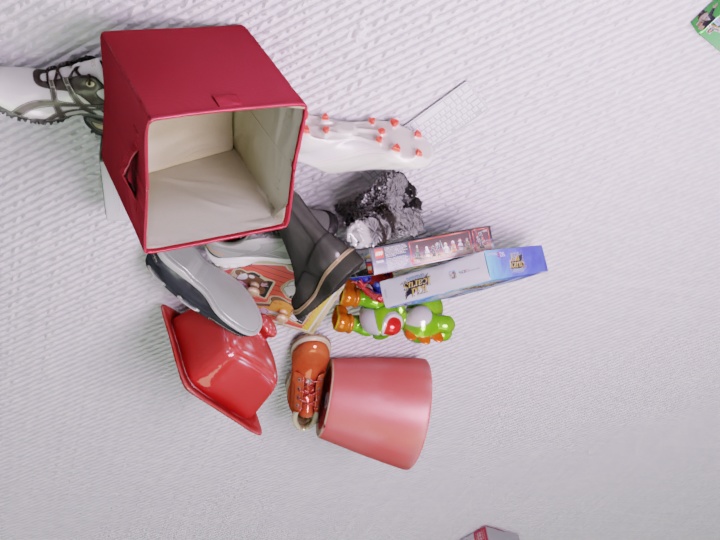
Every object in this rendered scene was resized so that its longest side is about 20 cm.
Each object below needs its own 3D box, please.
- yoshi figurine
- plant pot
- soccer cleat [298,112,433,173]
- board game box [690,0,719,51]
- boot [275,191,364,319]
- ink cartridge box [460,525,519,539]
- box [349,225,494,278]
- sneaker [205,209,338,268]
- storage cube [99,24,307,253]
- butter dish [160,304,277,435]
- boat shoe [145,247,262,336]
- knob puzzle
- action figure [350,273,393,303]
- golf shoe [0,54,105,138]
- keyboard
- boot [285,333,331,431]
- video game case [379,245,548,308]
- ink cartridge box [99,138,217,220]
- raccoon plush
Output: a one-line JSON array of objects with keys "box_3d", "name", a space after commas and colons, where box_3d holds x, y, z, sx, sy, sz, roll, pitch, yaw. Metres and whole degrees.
[{"box_3d": [0.057, 0.065, 1.312, 0.197, 0.113, 0.112, 12, 165, -9], "name": "yoshi figurine"}, {"box_3d": [0.019, 0.244, 1.430, 0.175, 0.202, 0.202, 11, 136, -10], "name": "plant pot"}, {"box_3d": [-0.002, -0.161, 1.055, 0.197, 0.070, 0.078, 8, 142, -9], "name": "soccer cleat"}, {"box_3d": [0.537, -0.313, 1.017, 0.198, 0.029, 0.135, 22, 131, -32], "name": "board game box"}, {"box_3d": [-0.080, -0.023, 1.093, 0.077, 0.139, 0.200, -39, 177, -34], "name": "boot"}, {"box_3d": [0.326, 0.788, 2.176, 0.144, 0.084, 0.200, 25, 128, -33], "name": "ink cartridge box"}, {"box_3d": [0.073, -0.025, 1.143, 0.198, 0.040, 0.137, -11, -179, -25], "name": "box"}, {"box_3d": [-0.128, -0.052, 1.131, 0.197, 0.075, 0.080, -10, 154, 0], "name": "sneaker"}, {"box_3d": [-0.184, -0.153, 0.888, 0.198, 0.180, 0.172, -12, 137, -28], "name": "storage cube"}, {"box_3d": [-0.196, 0.125, 1.256, 0.147, 0.201, 0.199, -38, 134, 8], "name": "butter dish"}, {"box_3d": [-0.232, 0.030, 1.183, 0.200, 0.076, 0.060, 47, 129, -8], "name": "boat shoe"}, {"box_3d": [-0.143, 0.040, 1.235, 0.217, 0.031, 0.221, 8, 148, 5], "name": "knob puzzle"}, {"box_3d": [0.000, 0.000, 1.221, 0.199, 0.066, 0.051, 29, 149, -30], "name": "action figure"}, {"box_3d": [-0.339, -0.216, 0.919, 0.198, 0.078, 0.095, 7, 135, -34], "name": "golf shoe"}, {"box_3d": [0.079, -0.182, 1.085, 0.199, 0.011, 0.056, -33, 134, 24], "name": "keyboard"}, {"box_3d": [-0.090, 0.199, 1.410, 0.074, 0.108, 0.201, 2, 136, -11], "name": "boot"}, {"box_3d": [0.158, 0.010, 1.186, 0.180, 0.046, 0.199, -19, 172, 36], "name": "video game case"}, {"box_3d": [-0.238, -0.121, 1.051, 0.197, 0.060, 0.104, 0, 138, -12], "name": "ink cartridge box"}, {"box_3d": [-0.007, -0.071, 1.082, 0.133, 0.098, 0.199, -17, 178, 35], "name": "raccoon plush"}]
